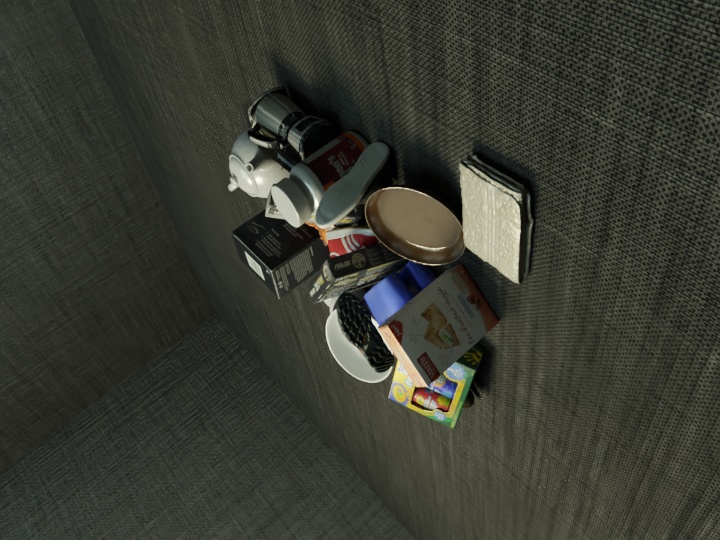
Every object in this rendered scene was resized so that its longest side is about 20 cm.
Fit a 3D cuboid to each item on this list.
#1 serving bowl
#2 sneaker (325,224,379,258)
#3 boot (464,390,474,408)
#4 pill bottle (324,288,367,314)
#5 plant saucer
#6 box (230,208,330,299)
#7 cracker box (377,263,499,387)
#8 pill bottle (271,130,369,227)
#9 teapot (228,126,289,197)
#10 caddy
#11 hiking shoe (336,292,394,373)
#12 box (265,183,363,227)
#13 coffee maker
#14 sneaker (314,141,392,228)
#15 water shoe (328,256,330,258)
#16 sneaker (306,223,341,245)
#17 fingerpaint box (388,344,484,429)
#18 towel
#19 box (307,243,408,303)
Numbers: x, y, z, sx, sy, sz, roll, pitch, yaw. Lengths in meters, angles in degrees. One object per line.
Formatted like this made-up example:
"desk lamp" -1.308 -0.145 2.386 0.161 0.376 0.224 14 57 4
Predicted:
"serving bowl" 0.012 0.163 1.555 0.197 0.066 0.205 19 124 30
"sneaker" -0.003 -0.041 1.432 0.198 0.070 0.116 -3 93 53
"boot" 0.200 0.233 1.471 0.200 0.075 0.097 44 153 -5
"pill bottle" -0.011 0.105 1.693 0.199 0.111 0.113 41 156 33
"plant saucer" 0.102 -0.086 1.179 0.196 0.032 0.202 22 149 14
"box" -0.204 -0.066 1.732 0.196 0.198 0.119 40 155 34
"cracker box" 0.147 0.102 1.215 0.135 0.199 0.058 54 159 -4
"pill bottle" -0.070 -0.177 1.268 0.109 0.199 0.111 43 157 23
"teapot" -0.270 -0.261 1.660 0.197 0.145 0.202 41 156 33
"caddy" 0.091 0.056 1.355 0.106 0.140 0.200 55 160 5
"hiking shoe" 0.000 0.133 1.424 0.203 0.073 0.087 61 175 -19
"box" -0.103 -0.137 1.404 0.158 0.195 0.050 163 113 -76
"coffee maker" -0.126 -0.270 1.391 0.199 0.135 0.192 41 179 35
"sneaker" -0.002 -0.135 1.213 0.070 0.201 0.100 29 161 32
"water shoe" -0.023 -0.047 1.579 0.199 0.070 0.081 0 102 61
"sneaker" -0.108 -0.115 1.620 0.114 0.077 0.199 61 159 -14
"fingerpaint box" 0.159 0.225 1.405 0.164 0.074 0.203 23 132 14
"towel" 0.213 -0.080 1.031 0.132 0.034 0.202 41 156 36
"box" 0.000 0.000 1.359 0.050 0.196 0.161 68 155 11
